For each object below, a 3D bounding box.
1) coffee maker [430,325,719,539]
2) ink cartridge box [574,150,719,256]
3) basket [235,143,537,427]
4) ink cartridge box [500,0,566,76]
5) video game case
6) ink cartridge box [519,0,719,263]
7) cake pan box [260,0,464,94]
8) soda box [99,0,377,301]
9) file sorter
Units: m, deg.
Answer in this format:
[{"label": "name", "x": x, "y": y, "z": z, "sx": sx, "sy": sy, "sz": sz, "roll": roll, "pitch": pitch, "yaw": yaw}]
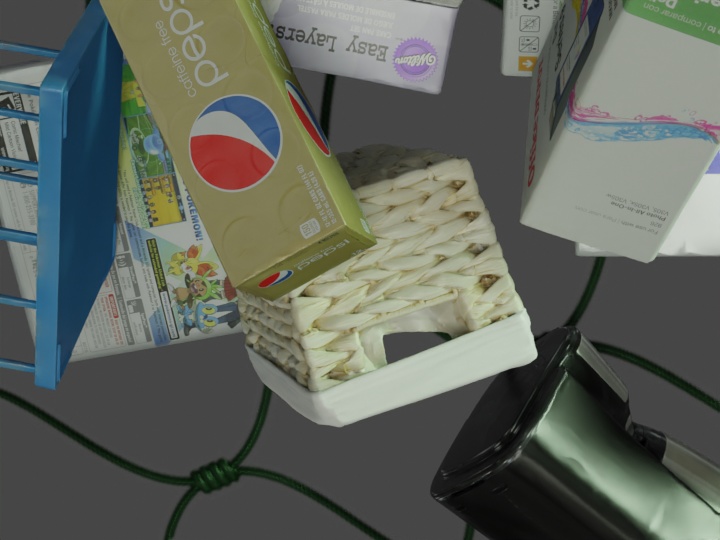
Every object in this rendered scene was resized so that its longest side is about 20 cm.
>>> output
[{"label": "coffee maker", "x": 0.155, "y": 0.160, "z": 1.041, "sx": 0.200, "sy": 0.192, "sz": 0.135, "roll": 39, "pitch": 121, "yaw": -9}, {"label": "ink cartridge box", "x": 0.233, "y": -0.059, "z": 1.032, "sx": 0.200, "sy": 0.039, "sz": 0.100, "roll": 1, "pitch": 108, "yaw": 12}, {"label": "basket", "x": 0.000, "y": 0.000, "z": 0.977, "sx": 0.135, "sy": 0.200, "sz": 0.123, "roll": -18, "pitch": 102, "yaw": -13}, {"label": "ink cartridge box", "x": 0.183, "y": -0.195, "z": 0.953, "sx": 0.200, "sy": 0.043, "sz": 0.198, "roll": 4, "pitch": 133, "yaw": 6}, {"label": "video game case", "x": -0.142, "y": -0.047, "z": 1.066, "sx": 0.182, "sy": 0.022, "sz": 0.200, "roll": -10, "pitch": 107, "yaw": 4}, {"label": "ink cartridge box", "x": 0.160, "y": -0.126, "z": 0.891, "sx": 0.087, "sy": 0.145, "sz": 0.200, "roll": 16, "pitch": 135, "yaw": -4}, {"label": "cake pan box", "x": -0.026, "y": -0.204, "z": 0.917, "sx": 0.200, "sy": 0.052, "sz": 0.184, "roll": 12, "pitch": 111, "yaw": -2}, {"label": "soda box", "x": -0.068, "y": -0.089, "z": 0.853, "sx": 0.068, "sy": 0.064, "sz": 0.200, "roll": -29, "pitch": 76, "yaw": 11}, {"label": "file sorter", "x": -0.213, "y": -0.060, "z": 0.954, "sx": 0.123, "sy": 0.139, "sz": 0.200, "roll": 10, "pitch": 125, "yaw": 1}]
